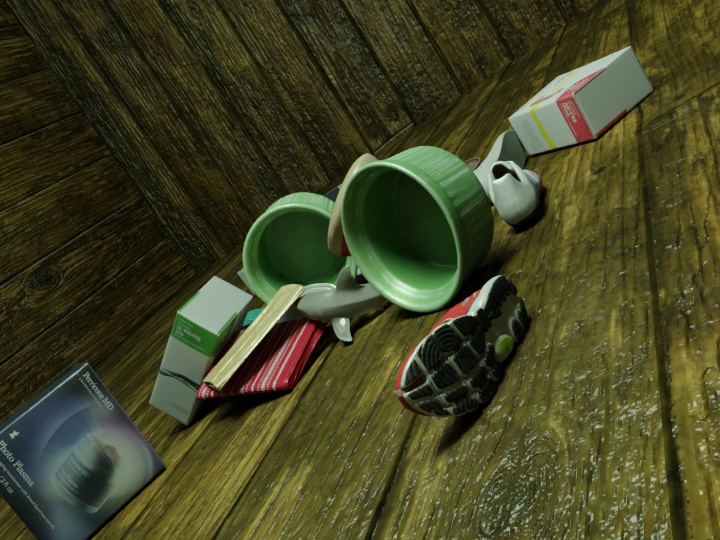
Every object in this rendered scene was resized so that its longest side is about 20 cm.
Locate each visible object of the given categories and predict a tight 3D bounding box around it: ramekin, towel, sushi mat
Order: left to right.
[{"bbox_3d":[-0.162,0.099,1.130,0.201,0.012,0.095,-51,17,-17],"label":"sushi mat"},{"bbox_3d":[-0.152,0.137,1.139,0.196,0.023,0.146,-13,34,35],"label":"towel"},{"bbox_3d":[-0.098,-0.033,1.279,0.197,0.202,0.098,-32,18,16],"label":"ramekin"},{"bbox_3d":[0.077,-0.059,0.955,0.097,0.204,0.198,-33,7,-38],"label":"ramekin"}]

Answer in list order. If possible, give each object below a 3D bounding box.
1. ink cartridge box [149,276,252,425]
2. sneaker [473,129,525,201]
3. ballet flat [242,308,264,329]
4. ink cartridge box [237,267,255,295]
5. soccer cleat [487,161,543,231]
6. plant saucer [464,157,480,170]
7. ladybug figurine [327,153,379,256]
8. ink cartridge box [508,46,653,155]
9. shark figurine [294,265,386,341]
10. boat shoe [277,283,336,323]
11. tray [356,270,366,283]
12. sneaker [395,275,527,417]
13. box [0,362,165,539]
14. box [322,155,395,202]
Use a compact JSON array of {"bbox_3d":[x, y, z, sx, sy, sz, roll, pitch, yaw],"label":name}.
[{"bbox_3d":[-0.271,0.136,1.258,0.203,0.081,0.147,-66,-4,27],"label":"ink cartridge box"},{"bbox_3d":[0.213,-0.171,1.288,0.114,0.075,0.201,-22,19,39],"label":"sneaker"},{"bbox_3d":[-0.216,0.119,1.425,0.070,0.072,0.199,-31,-4,19],"label":"ballet flat"},{"bbox_3d":[-0.232,-0.029,2.026,0.174,0.085,0.200,-23,18,51],"label":"ink cartridge box"},{"bbox_3d":[0.219,-0.127,1.059,0.069,0.087,0.201,-31,12,17],"label":"soccer cleat"},{"bbox_3d":[0.160,-0.150,1.457,0.198,0.037,0.201,-35,11,7],"label":"plant saucer"},{"bbox_3d":[0.003,-0.087,1.103,0.201,0.070,0.138,107,-171,-65],"label":"ladybug figurine"},{"bbox_3d":[0.362,-0.278,1.242,0.144,0.084,0.199,-39,12,-15],"label":"ink cartridge box"},{"bbox_3d":[0.005,0.017,1.092,0.210,0.091,0.129,-25,34,-8],"label":"shark figurine"},{"bbox_3d":[-0.098,0.085,1.212,0.198,0.075,0.060,-35,-26,24],"label":"boat shoe"},{"bbox_3d":[0.000,0.000,1.374,0.198,0.022,0.107,-25,16,46],"label":"tray"},{"bbox_3d":[0.089,0.080,0.693,0.084,0.078,0.199,-32,1,43],"label":"sneaker"},{"bbox_3d":[-0.432,0.277,1.101,0.198,0.202,0.122,-41,12,-27],"label":"box"},{"bbox_3d":[-0.014,-0.125,1.577,0.195,0.126,0.198,-30,4,-41],"label":"box"}]
